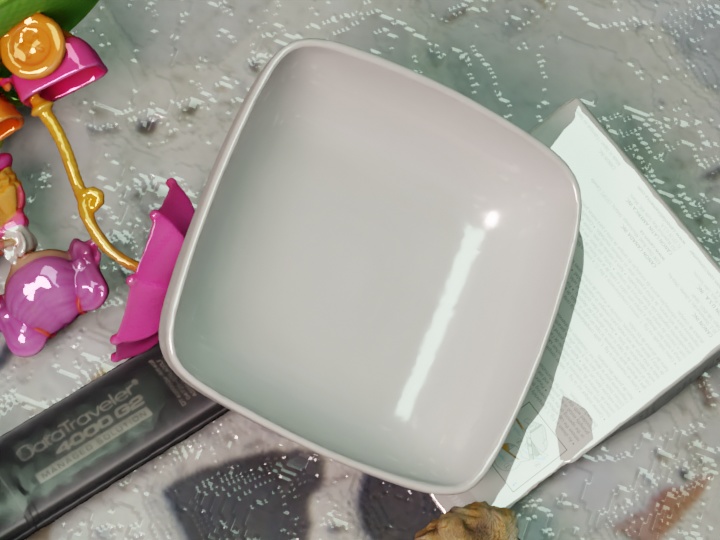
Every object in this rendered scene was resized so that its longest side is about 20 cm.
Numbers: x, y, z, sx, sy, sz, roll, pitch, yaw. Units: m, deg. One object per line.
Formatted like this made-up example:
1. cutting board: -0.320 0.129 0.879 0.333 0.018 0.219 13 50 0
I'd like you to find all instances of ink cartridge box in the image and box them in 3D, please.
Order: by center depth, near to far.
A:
1. ink cartridge box: 0.090 0.028 1.547 0.200 0.050 0.161 -38 76 -2

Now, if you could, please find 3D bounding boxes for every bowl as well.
1. bowl: 0.000 0.000 1.474 0.199 0.075 0.201 25 78 -18

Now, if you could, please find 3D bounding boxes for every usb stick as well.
1. usb stick: -0.148 0.092 1.479 0.199 0.033 0.056 -32 68 -20

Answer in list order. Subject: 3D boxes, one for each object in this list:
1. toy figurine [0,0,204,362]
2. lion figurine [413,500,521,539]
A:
1. toy figurine: -0.170 -0.031 1.490 0.199 0.150 0.185 -33 84 2
2. lion figurine: 0.025 0.202 1.429 0.072 0.122 0.200 35 81 -3
